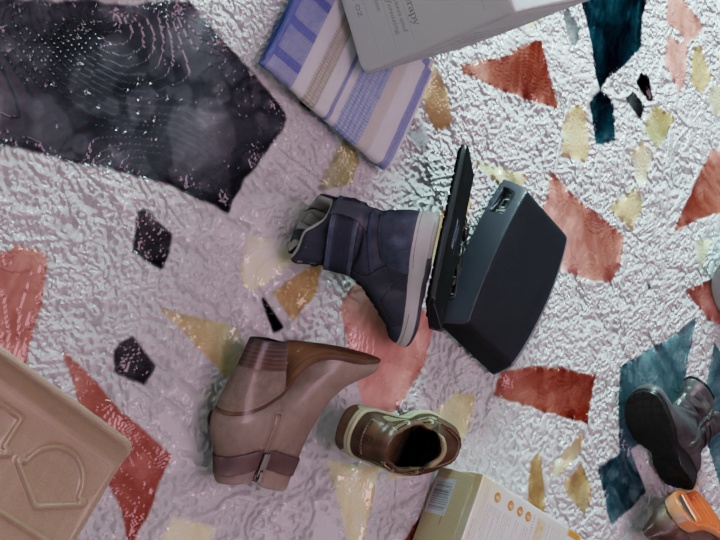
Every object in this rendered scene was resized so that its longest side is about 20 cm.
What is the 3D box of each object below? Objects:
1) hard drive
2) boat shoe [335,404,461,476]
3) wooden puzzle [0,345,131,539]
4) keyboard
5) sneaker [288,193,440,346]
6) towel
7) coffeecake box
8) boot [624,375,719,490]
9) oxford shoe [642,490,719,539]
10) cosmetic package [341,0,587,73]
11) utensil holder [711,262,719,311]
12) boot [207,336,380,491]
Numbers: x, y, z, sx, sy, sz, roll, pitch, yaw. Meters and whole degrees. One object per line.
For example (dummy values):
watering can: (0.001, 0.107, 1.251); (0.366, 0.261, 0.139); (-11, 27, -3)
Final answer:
hard drive: (0.174, 0.008, 1.389); (0.135, 0.042, 0.200); (43, 63, -36)
boat shoe: (0.058, 0.189, 1.248); (0.202, 0.075, 0.075); (13, 93, -53)
wooden puzzle: (-0.310, 0.179, 0.969); (0.185, 0.046, 0.200); (44, 67, -32)
keyboard: (0.098, -0.029, 1.296); (0.127, 0.021, 0.200); (68, 33, -61)
sneaker: (0.000, -0.002, 1.222); (0.202, 0.146, 0.077); (94, 7, -52)
towel: (-0.010, -0.215, 1.241); (0.200, 0.024, 0.147); (37, 67, -35)
coffeecake box: (0.150, 0.336, 1.351); (0.200, 0.073, 0.154); (36, 67, -35)
boot: (0.427, 0.190, 1.609); (0.132, 0.070, 0.200); (-55, 134, -30)
oxford shoe: (0.444, 0.349, 1.629); (0.200, 0.073, 0.071); (26, 30, -50)
cosmetic package: (0.098, -0.316, 1.197); (0.166, 0.200, 0.168); (-23, 96, -46)
utensil holder: (0.625, -0.009, 1.710); (0.200, 0.170, 0.170); (-38, 114, -31)
boot: (-0.067, 0.144, 1.173); (0.200, 0.070, 0.147); (11, 91, -44)
